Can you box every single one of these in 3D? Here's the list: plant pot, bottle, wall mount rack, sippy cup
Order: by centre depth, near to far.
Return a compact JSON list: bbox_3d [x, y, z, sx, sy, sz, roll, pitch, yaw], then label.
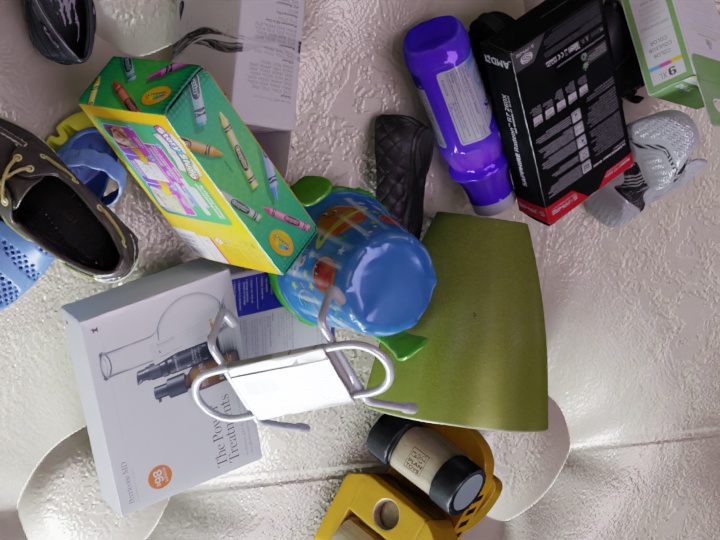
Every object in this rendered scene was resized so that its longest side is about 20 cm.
[{"bbox_3d":[-0.043,0.099,1.549,0.174,0.199,0.075,60,31,-33],"label":"wall mount rack"},{"bbox_3d":[0.000,0.000,1.593,0.177,0.130,0.140,17,95,-30],"label":"sippy cup"},{"bbox_3d":[0.102,-0.147,1.690,0.065,0.084,0.201,-18,119,10],"label":"bottle"},{"bbox_3d":[0.106,0.046,1.716,0.186,0.187,0.201,6,92,-34],"label":"plant pot"}]

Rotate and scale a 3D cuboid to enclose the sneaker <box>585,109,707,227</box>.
[{"bbox_3d":[0.314,-0.125,1.793,0.115,0.200,0.075,-34,80,-28],"label":"sneaker"}]

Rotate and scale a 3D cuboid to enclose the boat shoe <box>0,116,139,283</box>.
[{"bbox_3d":[-0.266,-0.065,1.418,0.201,0.061,0.072,38,89,-3],"label":"boat shoe"}]

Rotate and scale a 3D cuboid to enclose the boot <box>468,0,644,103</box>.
[{"bbox_3d":[0.205,-0.216,1.741,0.162,0.073,0.199,-38,129,-14],"label":"boot"}]

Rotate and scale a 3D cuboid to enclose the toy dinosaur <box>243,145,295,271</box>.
[{"bbox_3d":[-0.119,-0.095,1.575,0.106,0.060,0.201,-37,114,-28],"label":"toy dinosaur"}]

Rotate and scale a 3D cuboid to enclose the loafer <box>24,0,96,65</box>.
[{"bbox_3d":[-0.258,-0.267,1.426,0.068,0.070,0.201,-23,117,-25],"label":"loafer"}]

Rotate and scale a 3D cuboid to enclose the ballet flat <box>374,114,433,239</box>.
[{"bbox_3d":[0.028,-0.057,1.705,0.066,0.057,0.201,-18,123,-57],"label":"ballet flat"}]

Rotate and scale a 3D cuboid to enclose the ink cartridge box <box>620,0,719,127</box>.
[{"bbox_3d":[0.327,-0.222,1.746,0.104,0.059,0.201,6,65,-52],"label":"ink cartridge box"}]

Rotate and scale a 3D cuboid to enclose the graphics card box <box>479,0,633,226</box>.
[{"bbox_3d":[0.194,-0.160,1.679,0.125,0.051,0.201,-35,129,-22],"label":"graphics card box"}]

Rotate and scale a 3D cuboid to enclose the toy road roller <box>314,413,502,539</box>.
[{"bbox_3d":[0.063,0.246,1.774,0.146,0.123,0.201,15,107,-58],"label":"toy road roller"}]

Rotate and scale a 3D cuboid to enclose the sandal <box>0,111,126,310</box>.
[{"bbox_3d":[-0.271,-0.047,1.484,0.079,0.087,0.200,39,85,-37],"label":"sandal"}]

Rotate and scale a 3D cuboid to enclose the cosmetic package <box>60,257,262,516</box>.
[{"bbox_3d":[-0.178,0.104,1.572,0.150,0.052,0.201,-20,116,-23],"label":"cosmetic package"}]

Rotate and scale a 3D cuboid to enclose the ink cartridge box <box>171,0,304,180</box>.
[{"bbox_3d":[-0.110,-0.179,1.495,0.068,0.116,0.201,7,86,-35],"label":"ink cartridge box"}]

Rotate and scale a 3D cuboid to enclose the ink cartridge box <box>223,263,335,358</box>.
[{"bbox_3d":[-0.118,0.043,1.641,0.199,0.039,0.100,-11,111,-28],"label":"ink cartridge box"}]

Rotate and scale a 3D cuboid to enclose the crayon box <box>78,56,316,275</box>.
[{"bbox_3d":[-0.136,-0.088,1.462,0.058,0.118,0.200,-54,132,-23],"label":"crayon box"}]
